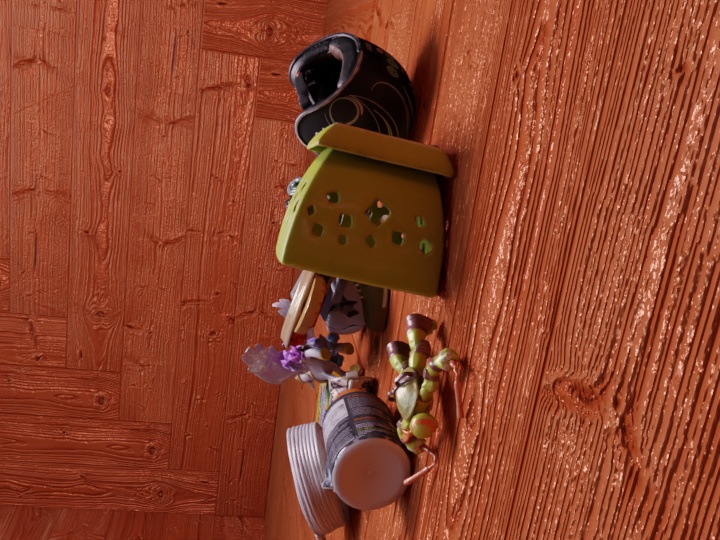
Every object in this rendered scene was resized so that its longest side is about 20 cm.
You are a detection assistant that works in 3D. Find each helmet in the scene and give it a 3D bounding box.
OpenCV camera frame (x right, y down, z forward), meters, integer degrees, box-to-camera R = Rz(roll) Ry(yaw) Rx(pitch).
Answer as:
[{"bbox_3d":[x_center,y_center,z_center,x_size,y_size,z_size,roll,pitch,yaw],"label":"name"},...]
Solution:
[{"bbox_3d":[-0.011,-0.248,1.133,0.191,0.199,0.201,39,-139,-45],"label":"helmet"}]

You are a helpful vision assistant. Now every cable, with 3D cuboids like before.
[{"bbox_3d":[-0.079,0.376,1.331,0.200,0.069,0.201,74,179,-60],"label":"cable"}]

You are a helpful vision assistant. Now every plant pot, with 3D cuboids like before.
[{"bbox_3d":[0.005,-0.083,0.944,0.199,0.199,0.182,-137,59,-79],"label":"plant pot"}]

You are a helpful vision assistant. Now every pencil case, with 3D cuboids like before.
[{"bbox_3d":[-0.021,0.270,1.225,0.089,0.077,0.201,136,138,-77],"label":"pencil case"}]

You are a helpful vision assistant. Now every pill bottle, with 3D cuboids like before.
[{"bbox_3d":[0.002,0.237,1.023,0.200,0.106,0.107,-117,34,-74],"label":"pill bottle"}]

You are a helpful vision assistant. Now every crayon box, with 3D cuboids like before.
[{"bbox_3d":[-0.058,0.287,1.527,0.200,0.051,0.126,-155,71,-81],"label":"crayon box"}]

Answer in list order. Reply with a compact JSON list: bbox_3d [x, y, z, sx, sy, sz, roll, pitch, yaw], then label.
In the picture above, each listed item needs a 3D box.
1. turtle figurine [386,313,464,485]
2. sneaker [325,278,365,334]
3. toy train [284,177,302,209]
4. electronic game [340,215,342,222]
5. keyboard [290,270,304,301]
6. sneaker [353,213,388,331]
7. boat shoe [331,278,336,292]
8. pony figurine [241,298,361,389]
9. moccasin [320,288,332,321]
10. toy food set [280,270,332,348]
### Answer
[{"bbox_3d":[0.061,0.140,0.842,0.162,0.064,0.201,-96,14,-50],"label":"turtle figurine"},{"bbox_3d":[-0.015,0.031,1.366,0.200,0.075,0.115,113,162,-49],"label":"sneaker"},{"bbox_3d":[-0.068,-0.161,1.498,0.085,0.200,0.114,45,-157,-43],"label":"toy train"},{"bbox_3d":[-0.030,-0.090,1.377,0.200,0.042,0.200,-55,-2,-2],"label":"electronic game"},{"bbox_3d":[-0.098,0.013,1.406,0.200,0.011,0.056,-66,-25,-55],"label":"keyboard"},{"bbox_3d":[0.000,0.000,1.222,0.067,0.089,0.201,137,138,-74],"label":"sneaker"},{"bbox_3d":[-0.037,-0.028,1.490,0.070,0.066,0.200,97,161,-47],"label":"boat shoe"},{"bbox_3d":[-0.099,0.163,1.372,0.200,0.193,0.167,-8,39,50],"label":"pony figurine"},{"bbox_3d":[-0.072,0.030,1.618,0.201,0.080,0.068,89,157,-45],"label":"moccasin"},{"bbox_3d":[-0.083,0.041,1.250,0.200,0.048,0.198,111,179,-55],"label":"toy food set"}]
